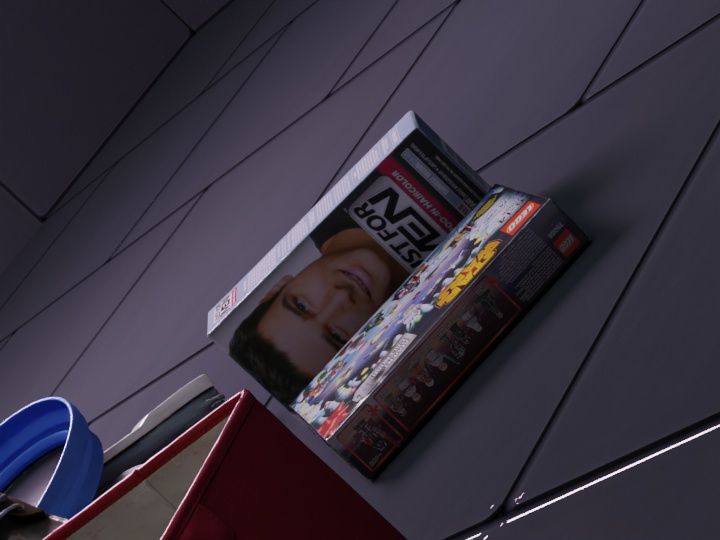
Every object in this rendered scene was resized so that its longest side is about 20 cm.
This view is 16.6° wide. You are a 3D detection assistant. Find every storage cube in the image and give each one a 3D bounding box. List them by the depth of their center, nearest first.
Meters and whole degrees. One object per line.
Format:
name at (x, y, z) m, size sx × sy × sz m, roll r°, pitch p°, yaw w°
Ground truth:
storage cube at (-0.063, 0.194, 1.049) m, size 0.171 × 0.180 × 0.200 m, roll -37°, pitch 14°, yaw 37°

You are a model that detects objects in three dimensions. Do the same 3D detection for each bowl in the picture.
bowl at (-0.251, 0.177, 1.690) m, size 0.201 × 0.039 × 0.201 m, roll -41°, pitch 23°, yaw 21°

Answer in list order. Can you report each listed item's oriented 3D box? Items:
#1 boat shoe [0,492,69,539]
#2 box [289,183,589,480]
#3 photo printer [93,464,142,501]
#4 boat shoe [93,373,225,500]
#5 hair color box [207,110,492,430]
boat shoe at (-0.231, 0.174, 1.527) m, size 0.200 × 0.072 × 0.072 m, roll -7°, pitch 37°, yaw 40°
box at (0.046, 0.034, 1.534) m, size 0.200 × 0.040 × 0.137 m, roll -47°, pitch 13°, yaw -4°
photo printer at (-0.186, 0.221, 1.651) m, size 0.200 × 0.069 × 0.166 m, roll -44°, pitch 12°, yaw 14°
boat shoe at (-0.169, 0.157, 1.758) m, size 0.200 × 0.062 × 0.073 m, roll -40°, pitch -2°, yaw -15°
hair color box at (0.000, 0.000, 1.658) m, size 0.200 × 0.099 × 0.061 m, roll -45°, pitch 13°, yaw 10°
